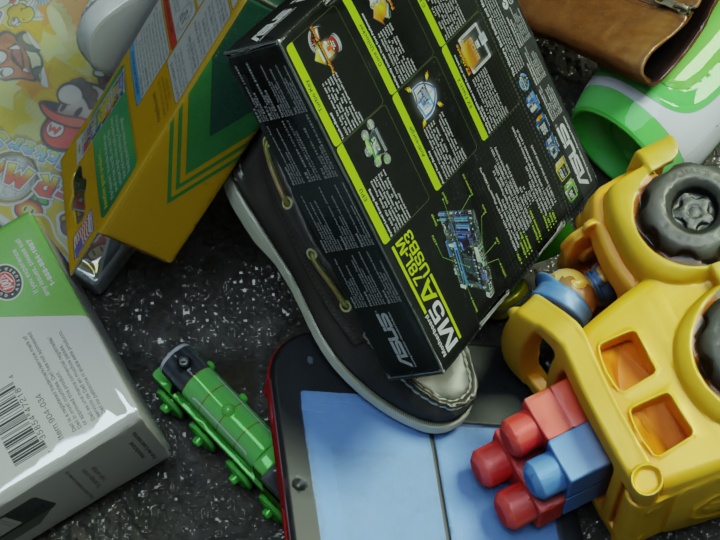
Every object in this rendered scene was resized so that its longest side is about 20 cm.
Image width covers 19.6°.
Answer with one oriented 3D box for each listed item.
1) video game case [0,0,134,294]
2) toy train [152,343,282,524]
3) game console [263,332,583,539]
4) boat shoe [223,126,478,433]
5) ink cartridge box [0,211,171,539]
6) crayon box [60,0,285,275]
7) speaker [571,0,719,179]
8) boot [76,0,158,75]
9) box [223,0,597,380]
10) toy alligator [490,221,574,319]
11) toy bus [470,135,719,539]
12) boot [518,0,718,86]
[{"bbox_3d":[-0.189,-0.107,1.304,0.199,0.023,0.183,31,72,14],"label":"video game case"},{"bbox_3d":[-0.047,0.114,1.184,0.042,0.056,0.200,-42,72,-14],"label":"toy train"},{"bbox_3d":[0.039,0.125,1.146,0.175,0.031,0.201,2,56,-16],"label":"game console"},{"bbox_3d":[0.000,0.000,1.154,0.072,0.061,0.202,-35,83,-35],"label":"boat shoe"},{"bbox_3d":[-0.231,0.086,1.180,0.199,0.084,0.146,-30,68,-3],"label":"ink cartridge box"},{"bbox_3d":[-0.101,-0.098,1.188,0.051,0.201,0.126,23,28,-25],"label":"crayon box"},{"bbox_3d":[0.217,-0.139,1.266,0.088,0.089,0.200,39,74,17],"label":"speaker"},{"bbox_3d":[-0.109,-0.190,1.298,0.199,0.074,0.096,-24,55,-33],"label":"boot"},{"bbox_3d":[0.035,-0.078,1.115,0.047,0.201,0.193,-7,29,43],"label":"box"},{"bbox_3d":[0.033,0.016,1.229,0.199,0.060,0.054,-29,24,-3],"label":"toy alligator"},{"bbox_3d":[0.142,0.054,1.156,0.191,0.136,0.201,-22,67,-9],"label":"toy bus"},{"bbox_3d":[0.144,-0.212,1.261,0.199,0.069,0.189,19,66,43],"label":"boot"}]
